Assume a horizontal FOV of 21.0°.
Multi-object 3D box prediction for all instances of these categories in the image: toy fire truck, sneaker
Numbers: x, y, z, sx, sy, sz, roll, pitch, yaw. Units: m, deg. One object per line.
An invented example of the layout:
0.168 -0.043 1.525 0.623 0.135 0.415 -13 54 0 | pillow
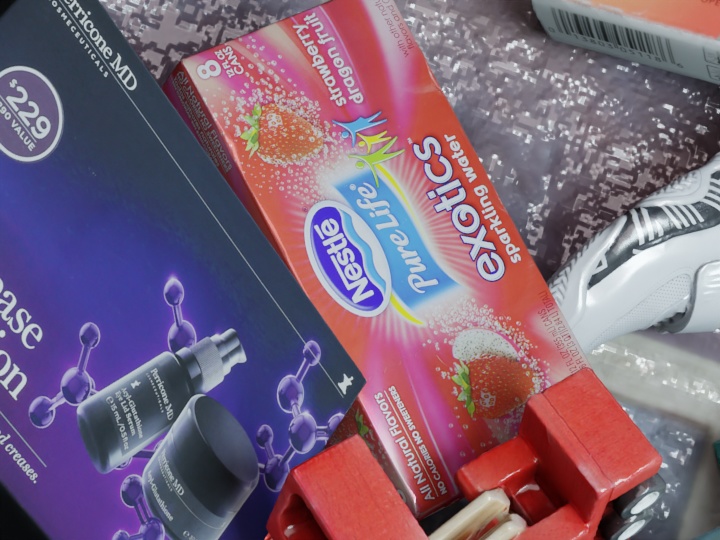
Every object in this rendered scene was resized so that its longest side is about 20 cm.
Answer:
0.037 0.102 0.699 0.141 0.200 0.049 -28 65 -18 | toy fire truck
0.168 0.009 0.823 0.200 0.075 0.115 -32 82 -14 | sneaker

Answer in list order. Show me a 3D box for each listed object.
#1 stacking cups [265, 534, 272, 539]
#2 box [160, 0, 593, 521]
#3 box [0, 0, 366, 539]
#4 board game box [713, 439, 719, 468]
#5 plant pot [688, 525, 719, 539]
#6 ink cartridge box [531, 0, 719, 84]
0.030 0.170 0.773 0.060 0.060 0.200 -41 96 -11 | stacking cups
0.000 0.000 0.787 0.100 0.095 0.200 -25 84 -25 | box
-0.104 0.018 0.652 0.200 0.079 0.141 55 49 -29 | box
0.251 0.149 0.824 0.152 0.045 0.201 -13 82 -8 | board game box
0.170 0.195 0.691 0.195 0.196 0.200 -26 48 15 | plant pot
0.185 -0.172 0.834 0.162 0.050 0.200 18 76 24 | ink cartridge box
